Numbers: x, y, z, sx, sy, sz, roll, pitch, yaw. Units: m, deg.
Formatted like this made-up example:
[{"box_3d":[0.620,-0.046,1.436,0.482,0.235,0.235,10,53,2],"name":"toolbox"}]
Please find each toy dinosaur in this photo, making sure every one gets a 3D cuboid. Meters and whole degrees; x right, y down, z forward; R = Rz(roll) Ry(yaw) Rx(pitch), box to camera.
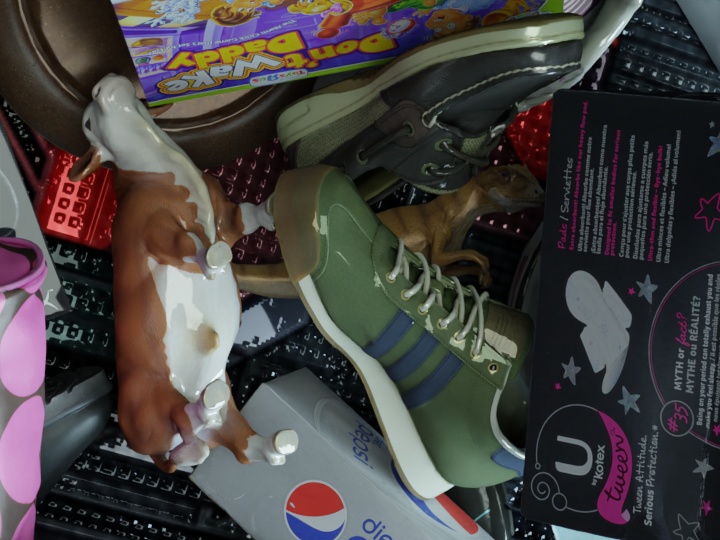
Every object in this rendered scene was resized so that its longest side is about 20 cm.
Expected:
[{"box_3d":[0.000,0.000,1.232,0.200,0.060,0.106,-18,96,-2],"name":"toy dinosaur"}]

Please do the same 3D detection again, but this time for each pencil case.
[{"box_3d":[-0.182,0.087,1.102,0.091,0.094,0.200,2,104,9],"name":"pencil case"}]

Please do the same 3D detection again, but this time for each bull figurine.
[{"box_3d":[-0.085,0.004,1.151,0.065,0.121,0.200,-14,107,-32],"name":"bull figurine"}]

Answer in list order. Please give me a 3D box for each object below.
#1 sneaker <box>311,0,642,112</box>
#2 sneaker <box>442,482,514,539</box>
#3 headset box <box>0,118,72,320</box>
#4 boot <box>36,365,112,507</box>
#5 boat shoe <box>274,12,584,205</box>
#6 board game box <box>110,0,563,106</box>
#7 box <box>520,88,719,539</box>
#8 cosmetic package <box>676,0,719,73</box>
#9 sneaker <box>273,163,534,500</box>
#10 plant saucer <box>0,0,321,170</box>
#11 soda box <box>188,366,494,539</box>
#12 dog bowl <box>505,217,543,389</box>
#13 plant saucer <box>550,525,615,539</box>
[{"box_3d":[0.054,-0.106,1.201,0.200,0.100,0.075,-37,113,0],"name":"sneaker"},{"box_3d":[0.041,0.161,1.249,0.079,0.075,0.200,-10,99,-10],"name":"sneaker"},{"box_3d":[-0.244,-0.050,1.150,0.149,0.077,0.200,-22,101,-11],"name":"headset box"},{"box_3d":[-0.156,0.169,1.204,0.165,0.066,0.200,-28,100,0],"name":"boot"},{"box_3d":[0.035,-0.068,1.111,0.072,0.201,0.066,-9,85,-40],"name":"boat shoe"},{"box_3d":[-0.009,-0.136,1.069,0.200,0.134,0.045,-11,71,0],"name":"board game box"},{"box_3d":[0.159,0.019,1.102,0.132,0.115,0.200,-4,101,-51],"name":"box"},{"box_3d":[0.217,-0.202,1.180,0.123,0.200,0.200,-35,104,-7],"name":"cosmetic package"},{"box_3d":[0.038,0.025,1.128,0.090,0.067,0.200,-10,127,24],"name":"sneaker"},{"box_3d":[-0.098,-0.146,1.197,0.200,0.034,0.201,-2,99,-13],"name":"plant saucer"},{"box_3d":[0.014,0.140,1.196,0.200,0.063,0.068,42,107,11],"name":"soda box"},{"box_3d":[0.165,0.030,1.263,0.200,0.074,0.201,-2,98,-14],"name":"dog bowl"},{"box_3d":[0.182,0.089,1.218,0.201,0.039,0.201,-2,98,-14],"name":"plant saucer"}]
